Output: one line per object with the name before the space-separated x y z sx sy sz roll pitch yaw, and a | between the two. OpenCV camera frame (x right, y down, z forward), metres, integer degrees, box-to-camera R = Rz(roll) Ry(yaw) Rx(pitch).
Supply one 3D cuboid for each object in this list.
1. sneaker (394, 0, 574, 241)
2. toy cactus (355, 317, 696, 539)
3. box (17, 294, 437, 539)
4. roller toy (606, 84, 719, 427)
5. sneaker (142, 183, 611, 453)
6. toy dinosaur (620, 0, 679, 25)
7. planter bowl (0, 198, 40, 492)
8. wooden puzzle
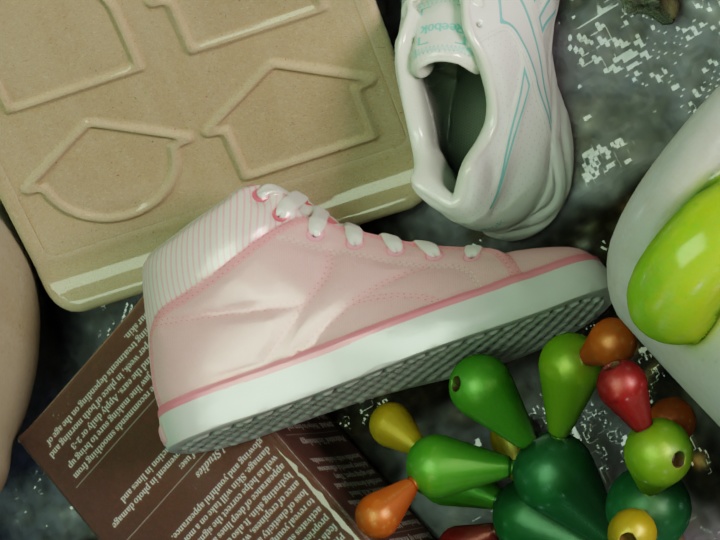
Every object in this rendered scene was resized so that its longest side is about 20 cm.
sneaker | 0.049 -0.114 1.225 0.070 0.080 0.201 -8 85 27
toy cactus | 0.091 0.104 1.181 0.165 0.102 0.200 49 145 -12
box | -0.046 0.111 1.274 0.100 0.075 0.200 -47 70 17
roller toy | 0.201 -0.009 1.095 0.200 0.183 0.140 -41 71 -5
sneaker | 0.000 0.000 1.208 0.199 0.075 0.105 -17 74 8
toy dinosaur | 0.070 -0.188 1.205 0.200 0.047 0.088 35 62 -7
planter bowl | -0.227 -0.001 1.305 0.200 0.200 0.135 19 80 24
wooden puzzle | -0.082 -0.093 1.240 0.184 0.046 0.201 -18 124 6
